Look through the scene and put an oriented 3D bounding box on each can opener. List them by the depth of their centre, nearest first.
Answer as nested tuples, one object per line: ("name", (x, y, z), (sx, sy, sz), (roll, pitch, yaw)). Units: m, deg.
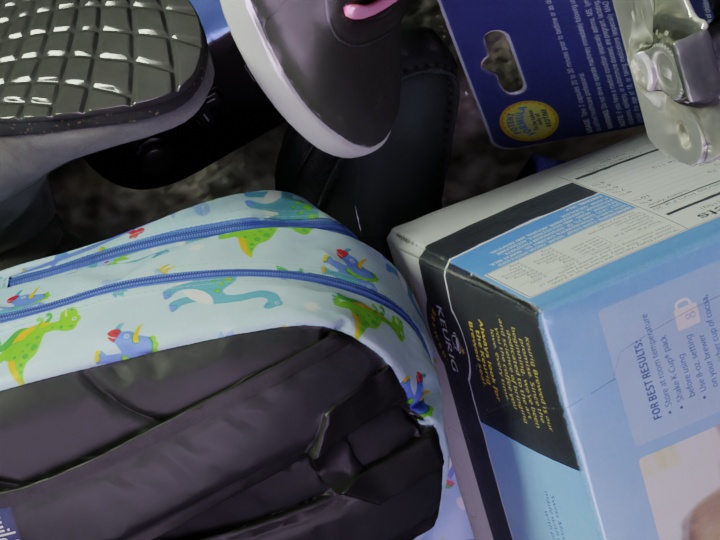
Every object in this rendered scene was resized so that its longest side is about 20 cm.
("can opener", (0.096, -0.131, 0.809), (0.067, 0.053, 0.200), (-18, 101, -20))

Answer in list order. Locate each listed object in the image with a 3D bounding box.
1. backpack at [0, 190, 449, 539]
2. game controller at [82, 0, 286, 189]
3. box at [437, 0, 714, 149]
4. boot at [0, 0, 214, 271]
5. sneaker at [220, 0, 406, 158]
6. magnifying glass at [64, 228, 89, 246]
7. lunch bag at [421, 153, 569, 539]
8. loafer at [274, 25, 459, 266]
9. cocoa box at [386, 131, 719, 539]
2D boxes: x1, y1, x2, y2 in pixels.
("backpack", (-0.069, 0.058, 0.865), (0.200, 0.154, 0.163), (-15, 119, 18))
("game controller", (-0.090, -0.117, 0.882), (0.104, 0.042, 0.200), (-25, 126, 14))
("box", (0.132, -0.098, 0.884), (0.200, 0.032, 0.121), (-10, 151, 10))
("boot", (-0.120, -0.033, 0.899), (0.200, 0.070, 0.132), (-6, 140, 26))
("sneaker", (0.007, -0.126, 0.808), (0.099, 0.071, 0.200), (5, 117, 33))
("magnifying glass", (-0.119, 0.002, 0.984), (0.080, 0.022, 0.200), (-20, 125, 12))
("lunch bag", (0.098, 0.051, 1.005), (0.150, 0.094, 0.200), (22, 114, -16))
("loafer", (0.000, 0.000, 0.952), (0.068, 0.070, 0.201), (-7, 134, -31))
("cocoa box", (0.114, 0.066, 0.899), (0.133, 0.131, 0.200), (-22, 109, -17))
